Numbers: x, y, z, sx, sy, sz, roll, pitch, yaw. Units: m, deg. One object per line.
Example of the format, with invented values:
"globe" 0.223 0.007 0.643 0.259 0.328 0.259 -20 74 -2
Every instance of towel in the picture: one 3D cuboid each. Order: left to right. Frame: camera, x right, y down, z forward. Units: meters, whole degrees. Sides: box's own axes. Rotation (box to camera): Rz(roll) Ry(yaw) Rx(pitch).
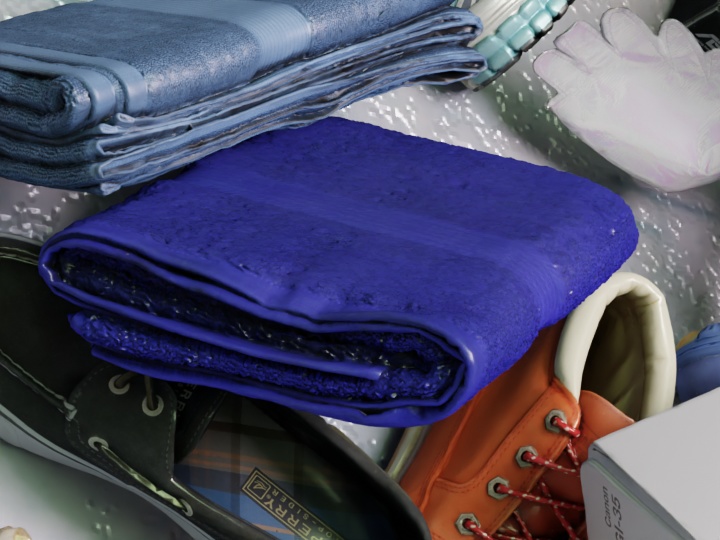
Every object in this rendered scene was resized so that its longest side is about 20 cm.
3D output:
"towel" -0.055 -0.073 0.880 0.200 0.112 0.049 -25 118 -41
"towel" 0.000 0.000 0.843 0.200 0.148 0.050 -34 136 -64

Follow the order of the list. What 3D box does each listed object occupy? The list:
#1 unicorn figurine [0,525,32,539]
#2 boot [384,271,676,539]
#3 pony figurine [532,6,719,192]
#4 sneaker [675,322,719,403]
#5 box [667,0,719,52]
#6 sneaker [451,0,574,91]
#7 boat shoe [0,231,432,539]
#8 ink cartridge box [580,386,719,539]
"unicorn figurine" -0.167 0.101 0.757 0.137 0.074 0.200 -33 79 -31
"boot" 0.052 0.087 0.895 0.075 0.107 0.200 33 57 -24
"pony figurine" 0.191 -0.077 1.005 0.193 0.167 0.200 48 44 -22
"sneaker" 0.205 0.094 1.025 0.200 0.075 0.088 32 57 -22
"box" 0.248 -0.120 1.159 0.200 0.048 0.193 39 52 -17
"sneaker" 0.070 -0.169 1.028 0.086 0.078 0.200 41 53 -12
"boat shoe" -0.059 0.048 0.839 0.200 0.057 0.069 36 62 -6
"ink cartridge box" 0.189 0.100 0.880 0.200 0.083 0.147 -21 123 -17
